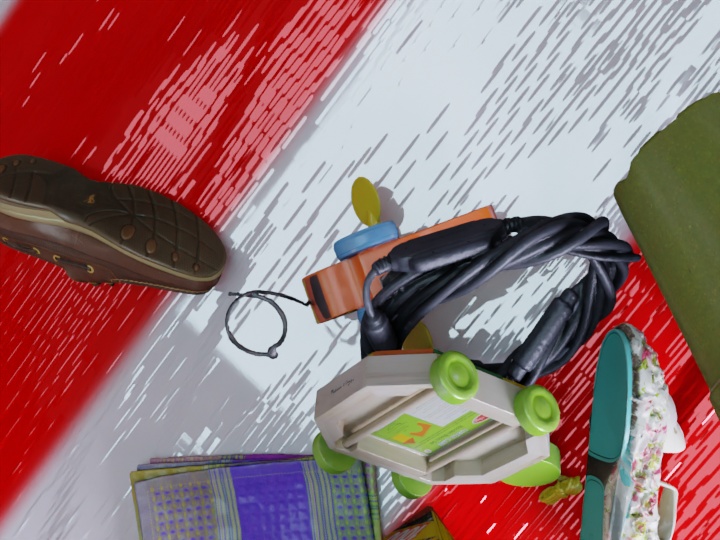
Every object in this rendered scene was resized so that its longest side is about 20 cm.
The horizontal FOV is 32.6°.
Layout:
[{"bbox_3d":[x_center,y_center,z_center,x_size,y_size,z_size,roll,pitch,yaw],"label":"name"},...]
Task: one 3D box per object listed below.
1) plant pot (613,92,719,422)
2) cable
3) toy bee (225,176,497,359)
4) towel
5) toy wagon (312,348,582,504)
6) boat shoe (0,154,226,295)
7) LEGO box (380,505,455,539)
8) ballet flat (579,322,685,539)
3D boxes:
[{"bbox_3d":[0.259,-0.010,0.767,0.199,0.200,0.191,-38,69,13],"label":"plant pot"},{"bbox_3d":[0.096,0.032,0.820,0.197,0.165,0.051,-17,43,-6],"label":"cable"},{"bbox_3d":[0.000,0.000,0.880,0.196,0.109,0.133,2,84,-10],"label":"toy bee"},{"bbox_3d":[-0.080,0.213,0.939,0.197,0.023,0.146,-5,90,16],"label":"towel"},{"bbox_3d":[0.067,0.113,0.841,0.155,0.198,0.040,-37,40,46],"label":"toy wagon"},{"bbox_3d":[-0.196,-0.025,0.946,0.197,0.072,0.068,20,130,6],"label":"boat shoe"},{"bbox_3d":[0.013,0.244,0.806,0.148,0.200,0.078,-36,90,-1],"label":"LEGO box"},{"bbox_3d":[0.189,0.137,0.847,0.063,0.076,0.204,3,98,-16],"label":"ballet flat"}]
